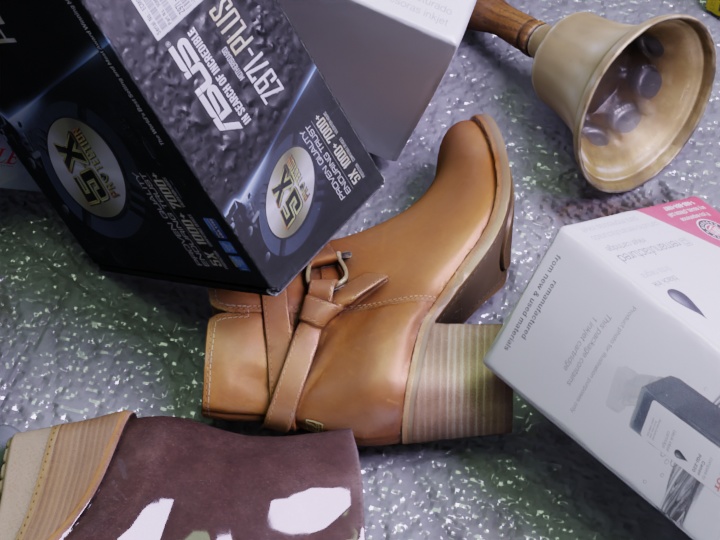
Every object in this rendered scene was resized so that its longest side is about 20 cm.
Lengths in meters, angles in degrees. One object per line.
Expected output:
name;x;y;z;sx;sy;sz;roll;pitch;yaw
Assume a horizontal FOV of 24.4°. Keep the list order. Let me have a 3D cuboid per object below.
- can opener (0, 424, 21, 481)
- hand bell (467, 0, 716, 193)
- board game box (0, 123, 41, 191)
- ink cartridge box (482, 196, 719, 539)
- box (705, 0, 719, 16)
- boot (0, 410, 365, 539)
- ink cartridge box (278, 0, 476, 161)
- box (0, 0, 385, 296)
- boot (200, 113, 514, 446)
can opener;-0.224;0.135;0.733;0.052;0.067;0.200;27;47;14
hand bell;0.096;-0.136;0.955;0.104;0.105;0.200;-30;46;-23
board game box;-0.265;-0.119;0.865;0.200;0.041;0.199;43;21;26
ink cartridge box;0.179;0.060;0.753;0.200;0.085;0.145;41;30;25
box;0.298;-0.220;1.024;0.064;0.070;0.200;34;58;26
boot;-0.078;0.148;0.714;0.165;0.073;0.201;2;53;-3
ink cartridge box;0.001;-0.196;0.885;0.146;0.146;0.201;23;68;-4
box;-0.108;-0.095;0.783;0.163;0.201;0.086;8;47;50
boot;0.000;0.000;0.845;0.154;0.077;0.201;1;58;4
